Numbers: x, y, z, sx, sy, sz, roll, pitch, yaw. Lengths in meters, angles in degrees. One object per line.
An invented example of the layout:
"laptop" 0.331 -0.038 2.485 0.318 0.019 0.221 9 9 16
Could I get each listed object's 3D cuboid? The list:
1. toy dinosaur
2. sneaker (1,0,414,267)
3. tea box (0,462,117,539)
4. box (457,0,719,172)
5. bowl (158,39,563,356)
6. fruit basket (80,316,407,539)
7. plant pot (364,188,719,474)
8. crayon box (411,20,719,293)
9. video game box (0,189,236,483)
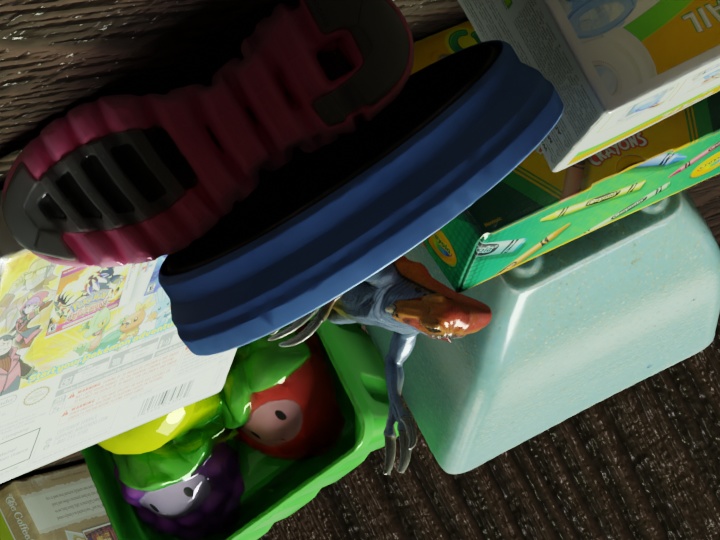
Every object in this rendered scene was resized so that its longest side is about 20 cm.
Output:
"toy dinosaur" 0.000 0.000 1.511 0.181 0.201 0.105 -9 150 38
"sneaker" -0.068 -0.062 1.270 0.199 0.079 0.095 -26 -176 -2
"tea box" -0.300 0.269 2.397 0.196 0.134 0.200 -29 173 17
"box" 0.160 -0.146 1.322 0.199 0.113 0.101 -27 173 -16
"bowl" -0.004 -0.036 1.238 0.200 0.039 0.201 -33 -169 7
"fruit basket" -0.100 0.085 1.689 0.215 0.156 0.216 -23 160 -9
"plant pot" 0.099 -0.030 1.647 0.196 0.196 0.200 -26 165 -12
"crayon box" 0.103 -0.082 1.490 0.199 0.119 0.058 -24 156 -28
"video game box" -0.130 0.017 1.401 0.199 0.047 0.183 -22 149 -40
